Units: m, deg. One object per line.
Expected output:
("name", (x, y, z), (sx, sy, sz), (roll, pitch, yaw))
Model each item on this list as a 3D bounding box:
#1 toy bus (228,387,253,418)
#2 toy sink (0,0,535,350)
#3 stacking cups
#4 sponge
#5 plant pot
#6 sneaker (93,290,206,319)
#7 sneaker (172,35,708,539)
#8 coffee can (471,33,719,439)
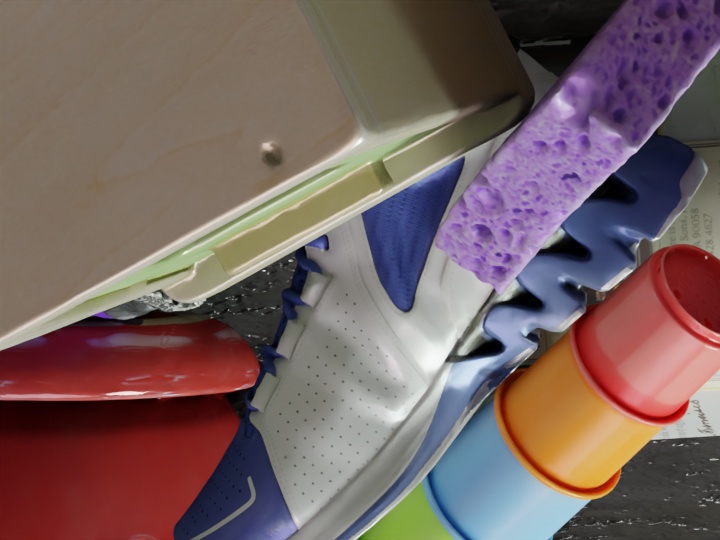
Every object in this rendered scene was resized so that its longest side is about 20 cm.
("toy bus", (-0.003, 0.080, 1.368), (0.078, 0.065, 0.200), (18, 151, -37))
("toy sink", (-0.039, -0.060, 0.835), (0.130, 0.112, 0.200), (-28, 179, 20))
("stacking cups", (0.054, 0.062, 0.985), (0.060, 0.061, 0.200), (16, 132, -34))
("sponge", (0.101, -0.084, 0.834), (0.030, 0.200, 0.112), (40, 153, 2))
("plant pot", (-0.126, 0.107, 1.236), (0.200, 0.183, 0.200), (2, -178, 0))
("sneaker", (-0.141, -0.024, 1.112), (0.099, 0.070, 0.200), (-8, 156, 24))
("sneaker", (0.001, -0.001, 0.945), (0.199, 0.115, 0.081), (-46, -178, 7))
("coffee can", (0.117, -0.013, 1.040), (0.200, 0.147, 0.146), (-4, 157, 8))
